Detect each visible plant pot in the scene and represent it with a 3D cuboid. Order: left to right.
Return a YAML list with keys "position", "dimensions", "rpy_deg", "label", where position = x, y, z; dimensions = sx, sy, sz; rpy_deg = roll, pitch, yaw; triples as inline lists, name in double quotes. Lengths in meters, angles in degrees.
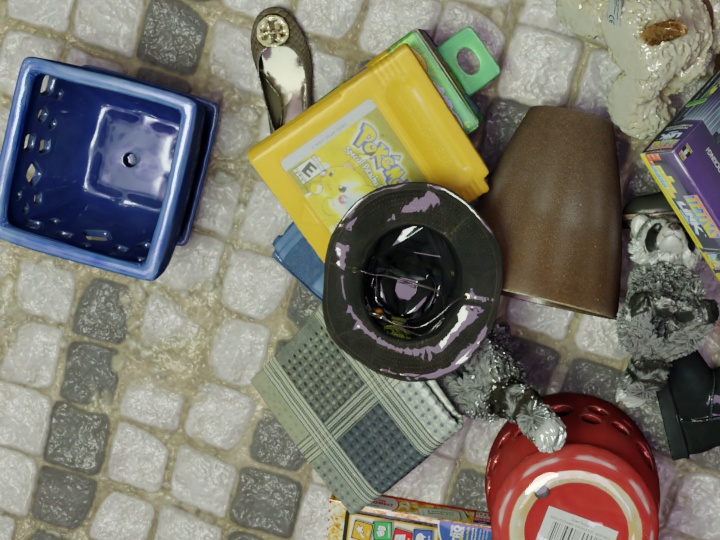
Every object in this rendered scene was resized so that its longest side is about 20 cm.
- position: [-0.270, -0.120, 1.351]
  dimensions: [0.198, 0.180, 0.202]
  rpy_deg: [16, 103, 5]
  label: "plant pot"
- position: [0.205, -0.066, 1.308]
  dimensions: [0.184, 0.187, 0.203]
  rpy_deg: [14, 89, 5]
  label: "plant pot"
- position: [0.235, 0.253, 1.347]
  dimensions: [0.198, 0.183, 0.203]
  rpy_deg: [1, 98, 7]
  label: "plant pot"

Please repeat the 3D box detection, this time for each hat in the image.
- position: [0.054, 0.005, 1.244]
  dimensions: [0.198, 0.081, 0.203]
  rpy_deg: [1, 103, 4]
  label: "hat"

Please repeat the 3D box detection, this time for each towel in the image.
- position: [-0.007, 0.137, 1.324]
  dimensions: [0.201, 0.034, 0.193]
  rpy_deg: [52, 123, 10]
  label: "towel"
- position: [0.000, 0.000, 1.367]
  dimensions: [0.200, 0.049, 0.112]
  rpy_deg: [41, 84, 24]
  label: "towel"

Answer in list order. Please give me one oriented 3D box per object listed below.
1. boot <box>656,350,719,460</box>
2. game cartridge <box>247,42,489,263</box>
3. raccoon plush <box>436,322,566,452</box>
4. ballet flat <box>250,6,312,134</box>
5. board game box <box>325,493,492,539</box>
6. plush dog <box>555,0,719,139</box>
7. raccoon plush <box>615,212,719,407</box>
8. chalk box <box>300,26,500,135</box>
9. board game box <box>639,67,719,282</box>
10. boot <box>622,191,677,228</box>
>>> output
- position: [0.405, 0.114, 1.352]
  dimensions: [0.160, 0.073, 0.201]
  rpy_deg: [-14, 104, 12]
  label: "boot"
- position: [0.013, -0.105, 1.258]
  dimensions: [0.199, 0.033, 0.177]
  rpy_deg: [-33, 110, 12]
  label: "game cartridge"
- position: [0.158, 0.132, 1.328]
  dimensions: [0.097, 0.133, 0.201]
  rpy_deg: [-49, 62, 20]
  label: "raccoon plush"
- position: [-0.085, -0.195, 1.380]
  dimensions: [0.066, 0.046, 0.203]
  rpy_deg: [-6, 99, 8]
  label: "ballet flat"
- position: [0.053, 0.352, 1.456]
  dimensions: [0.197, 0.046, 0.154]
  rpy_deg: [9, 101, 6]
  label: "board game box"
- position: [0.326, -0.262, 1.265]
  dimensions: [0.171, 0.160, 0.201]
  rpy_deg: [-32, 94, -24]
  label: "plush dog"
- position: [0.296, 0.031, 1.286]
  dimensions: [0.096, 0.135, 0.201]
  rpy_deg: [16, 137, -13]
  label: "raccoon plush"
- position: [0.055, -0.180, 1.323]
  dimensions: [0.199, 0.124, 0.125]
  rpy_deg: [-36, 94, 12]
  label: "chalk box"
- position: [0.392, -0.093, 1.225]
  dimensions: [0.165, 0.057, 0.201]
  rpy_deg: [-45, 110, -20]
  label: "board game box"
- position: [0.367, -0.127, 1.322]
  dimensions: [0.197, 0.077, 0.140]
  rpy_deg: [-14, 94, -3]
  label: "boot"
